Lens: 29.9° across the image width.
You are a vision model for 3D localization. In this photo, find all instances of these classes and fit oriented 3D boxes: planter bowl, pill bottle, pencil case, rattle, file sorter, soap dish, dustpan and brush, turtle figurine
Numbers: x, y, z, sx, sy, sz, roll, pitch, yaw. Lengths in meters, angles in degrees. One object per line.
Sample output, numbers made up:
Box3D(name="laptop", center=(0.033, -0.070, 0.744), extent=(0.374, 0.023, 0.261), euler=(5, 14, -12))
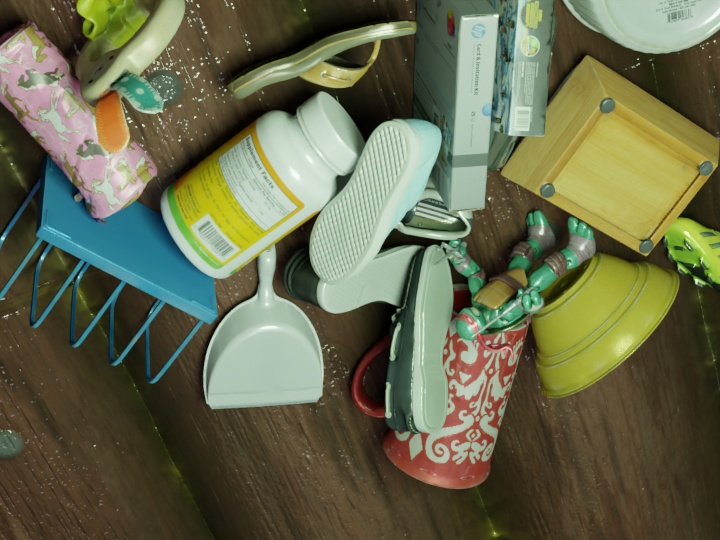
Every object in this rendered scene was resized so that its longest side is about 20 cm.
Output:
Box3D(name="planter bowl", center=(0.249, 0.040, 1.495), extent=(0.200, 0.201, 0.084), euler=(-41, 100, 14))
Box3D(name="pill bottle", center=(-0.094, -0.089, 1.357), extent=(0.199, 0.112, 0.111), euler=(-34, 122, 18))
Box3D(name="pencil case", center=(-0.284, -0.143, 1.290), extent=(0.086, 0.083, 0.201), euler=(-36, 109, 6))
Box3D(name="rattle", center=(-0.236, -0.219, 1.202), extent=(0.129, 0.201, 0.144), euler=(-9, 131, 20))
Box3D(name="file sorter", center=(-0.264, 0.005, 1.377), extent=(0.199, 0.139, 0.123), euler=(29, 115, -26))
Box3D(name="soap dish", center=(0.275, -0.115, 1.453), extent=(0.199, 0.081, 0.158), euler=(26, 112, -24))
Box3D(name="dustpan and brush", center=(-0.105, 0.057, 1.499), extent=(0.138, 0.057, 0.202), euler=(-3, 128, -12))
Box3D(name="turtle figurine", center=(0.154, 0.013, 1.439), extent=(0.199, 0.149, 0.101), euler=(-38, 138, -27))

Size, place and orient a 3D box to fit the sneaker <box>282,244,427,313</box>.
Box3D(name="sneaker", center=(0.000, 0.000, 1.476), extent=(0.199, 0.099, 0.072), euler=(-8, 109, -44))

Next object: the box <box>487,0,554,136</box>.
Box3D(name="box", center=(0.143, -0.234, 1.283), extent=(0.039, 0.137, 0.203), euler=(0, 102, -14))

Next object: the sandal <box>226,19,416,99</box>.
Box3D(name="sandal", center=(-0.035, -0.201, 1.330), extent=(0.198, 0.080, 0.055), euler=(-21, 102, 7))

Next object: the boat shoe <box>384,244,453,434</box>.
Box3D(name="boat shoe", center=(0.057, 0.073, 1.444), extent=(0.060, 0.203, 0.075), euler=(-2, 166, 34))

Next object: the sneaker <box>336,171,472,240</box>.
Box3D(name="sneaker", center=(0.031, -0.081, 1.425), extent=(0.198, 0.071, 0.074), euler=(9, 119, -15))

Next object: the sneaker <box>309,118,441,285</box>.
Box3D(name="sneaker", center=(0.023, -0.065, 1.331), extent=(0.081, 0.074, 0.201), euler=(-13, 147, -47))

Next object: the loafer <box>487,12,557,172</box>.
Box3D(name="loafer", center=(0.156, -0.189, 1.400), extent=(0.062, 0.072, 0.201), euler=(0, 130, -36))

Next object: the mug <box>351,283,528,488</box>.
Box3D(name="mug", center=(0.094, 0.126, 1.534), extent=(0.175, 0.134, 0.202), euler=(8, 116, -19))

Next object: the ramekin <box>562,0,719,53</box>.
Box3D(name="ramekin", center=(0.294, -0.311, 1.324), extent=(0.198, 0.105, 0.202), euler=(-6, 122, -9))

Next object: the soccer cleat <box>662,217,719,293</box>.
Box3D(name="soccer cleat", center=(0.428, -0.013, 1.572), extent=(0.199, 0.065, 0.084), euler=(36, 78, -24))

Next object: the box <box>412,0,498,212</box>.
Box3D(name="box", center=(0.089, -0.183, 1.326), extent=(0.041, 0.156, 0.202), euler=(-7, 122, -11))
